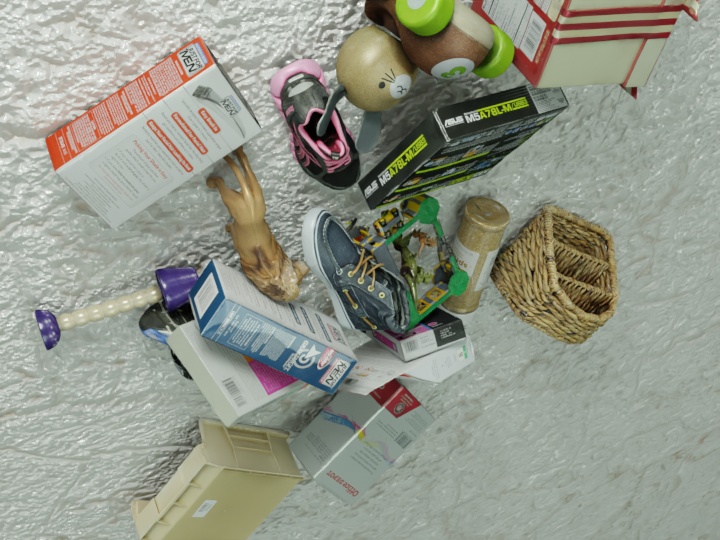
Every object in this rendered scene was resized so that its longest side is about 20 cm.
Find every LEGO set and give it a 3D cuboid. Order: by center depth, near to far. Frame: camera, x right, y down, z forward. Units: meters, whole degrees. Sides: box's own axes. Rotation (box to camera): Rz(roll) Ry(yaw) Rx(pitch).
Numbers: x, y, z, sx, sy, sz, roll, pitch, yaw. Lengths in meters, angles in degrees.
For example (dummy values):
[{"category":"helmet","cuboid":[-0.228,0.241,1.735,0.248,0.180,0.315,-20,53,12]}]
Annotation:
[{"category":"LEGO set","cuboid":[0.047,-0.023,1.379,0.154,0.116,0.200,-45,130,-12]}]

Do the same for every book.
[{"category":"book","cuboid":[-0.137,0.108,1.294,0.048,0.134,0.200,-43,167,31]}]

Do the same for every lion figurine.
[{"category":"lion figurine","cuboid":[-0.127,-0.053,1.196,0.072,0.123,0.200,-29,141,-3]}]

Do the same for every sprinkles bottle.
[{"category":"sprinkles bottle","cuboid":[0.159,-0.011,1.474,0.068,0.068,0.201,-9,136,-25]}]

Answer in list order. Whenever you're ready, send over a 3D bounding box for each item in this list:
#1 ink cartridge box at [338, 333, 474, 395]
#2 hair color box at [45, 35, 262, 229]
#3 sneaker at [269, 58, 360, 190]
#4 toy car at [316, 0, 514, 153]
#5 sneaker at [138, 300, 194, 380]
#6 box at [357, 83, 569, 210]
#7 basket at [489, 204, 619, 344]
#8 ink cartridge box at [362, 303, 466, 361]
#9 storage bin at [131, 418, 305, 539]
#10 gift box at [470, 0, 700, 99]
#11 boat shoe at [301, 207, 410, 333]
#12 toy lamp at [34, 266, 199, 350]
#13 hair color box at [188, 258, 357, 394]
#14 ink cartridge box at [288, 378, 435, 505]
[{"category":"ink cartridge box","cuboid":[0.035,0.139,1.408,0.199,0.160,0.050,-28,108,-36]},{"category":"hair color box","cuboid":[-0.219,-0.145,1.085,0.199,0.064,0.111,-32,141,3]},{"category":"sneaker","cuboid":[-0.041,-0.147,1.175,0.079,0.096,0.200,-32,143,-1]},{"category":"toy car","cuboid":[0.035,-0.214,1.082,0.200,0.158,0.164,-54,146,14]},{"category":"sneaker","cuboid":[-0.221,0.106,1.344,0.089,0.079,0.200,-44,140,12]},{"category":"box","cuboid":[0.122,-0.151,1.224,0.199,0.048,0.193,-20,172,-32]},{"category":"basket","cuboid":[0.320,0.014,1.545,0.199,0.143,0.149,20,121,-45]},{"category":"ink cartridge box","cuboid":[0.068,0.079,1.447,0.094,0.200,0.037,-19,102,-14]},{"category":"storage bin","cuboid":[-0.225,0.340,1.583,0.198,0.094,0.200,19,121,-43]},{"category":"gift box","cuboid":[0.258,-0.300,1.127,0.186,0.201,0.185,-9,142,-27]},{"category":"boat shoe","cuboid":[0.000,0.000,1.263,0.071,0.090,0.201,-63,144,-34]},{"category":"toy lamp","cuboid":[-0.294,0.042,1.244,0.199,0.058,0.058,-19,140,-16]},{"category":"hair color box","cuboid":[-0.107,0.071,1.249,0.199,0.100,0.061,28,107,-29]},{"category":"ink cartridge box","cuboid":[0.003,0.259,1.620,0.200,0.083,0.146,-44,142,-3]}]
